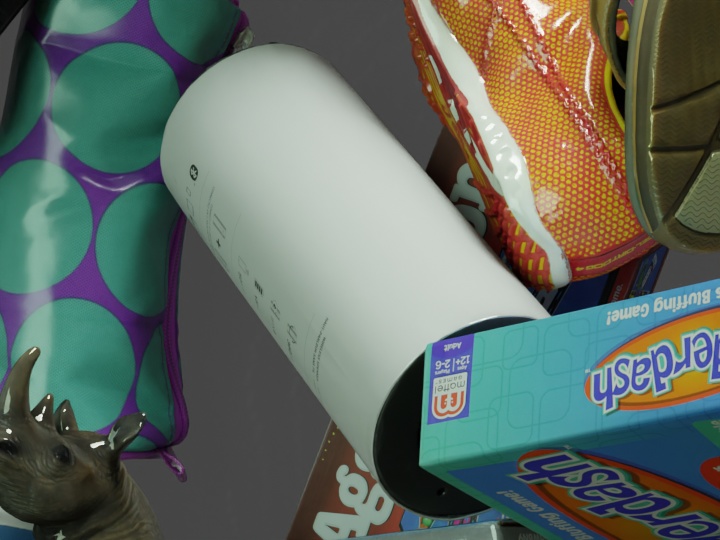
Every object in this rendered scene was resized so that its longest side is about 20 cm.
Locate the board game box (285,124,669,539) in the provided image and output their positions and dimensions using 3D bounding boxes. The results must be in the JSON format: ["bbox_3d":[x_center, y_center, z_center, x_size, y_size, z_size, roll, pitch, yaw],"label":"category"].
[{"bbox_3d":[0.042,0.041,0.990,0.103,0.019,0.201,22,93,38],"label":"board game box"}]

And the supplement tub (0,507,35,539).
[{"bbox_3d":[-0.176,0.165,1.040,0.144,0.144,0.201,7,84,37],"label":"supplement tub"}]

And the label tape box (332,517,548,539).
[{"bbox_3d":[0.015,0.190,0.932,0.144,0.063,0.201,-11,79,37],"label":"label tape box"}]

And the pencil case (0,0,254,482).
[{"bbox_3d":[-0.098,-0.023,1.064,0.092,0.085,0.201,8,84,3],"label":"pencil case"}]

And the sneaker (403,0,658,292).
[{"bbox_3d":[0.060,-0.077,0.968,0.077,0.073,0.200,-20,58,-5],"label":"sneaker"}]

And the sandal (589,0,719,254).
[{"bbox_3d":[0.103,-0.099,0.904,0.054,0.080,0.201,-21,66,46],"label":"sandal"}]

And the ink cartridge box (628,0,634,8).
[{"bbox_3d":[0.150,-0.095,0.935,0.095,0.037,0.200,-43,56,20],"label":"ink cartridge box"}]

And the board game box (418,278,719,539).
[{"bbox_3d":[0.141,0.049,0.828,0.199,0.152,0.045,-14,60,35],"label":"board game box"}]

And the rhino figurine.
[{"bbox_3d":[-0.101,0.122,0.967,0.060,0.087,0.201,7,112,46],"label":"rhino figurine"}]

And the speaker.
[{"bbox_3d":[0.000,0.000,0.956,0.081,0.081,0.200,-55,38,13],"label":"speaker"}]

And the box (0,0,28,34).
[{"bbox_3d":[-0.166,-0.124,1.084,0.143,0.036,0.200,-10,40,48],"label":"box"}]
